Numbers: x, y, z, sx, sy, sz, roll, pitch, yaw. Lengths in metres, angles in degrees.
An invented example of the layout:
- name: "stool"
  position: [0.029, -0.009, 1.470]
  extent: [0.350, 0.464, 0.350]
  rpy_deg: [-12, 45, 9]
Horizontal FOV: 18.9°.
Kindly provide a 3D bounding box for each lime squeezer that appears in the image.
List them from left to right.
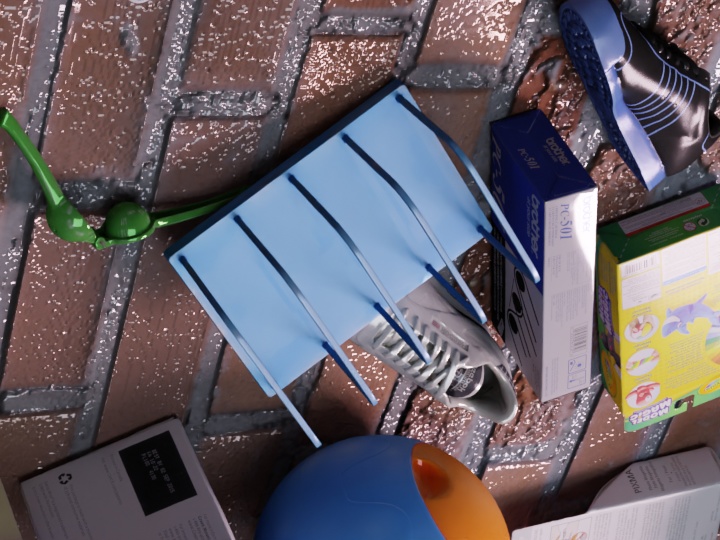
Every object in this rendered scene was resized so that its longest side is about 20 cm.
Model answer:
- name: "lime squeezer"
  position: [-0.165, -0.048, 1.431]
  extent: [0.199, 0.038, 0.071]
  rpy_deg: [16, 88, -37]

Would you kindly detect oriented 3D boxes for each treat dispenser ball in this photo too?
- name: "treat dispenser ball"
  position: [0.016, 0.225, 1.644]
  extent: [0.200, 0.201, 0.202]
  rpy_deg: [-15, 134, -16]

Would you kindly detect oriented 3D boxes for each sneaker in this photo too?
- name: "sneaker"
  position: [0.044, 0.048, 1.589]
  extent: [0.200, 0.081, 0.076]
  rpy_deg: [28, 114, -39]
- name: "sneaker"
  position: [0.200, -0.139, 1.517]
  extent: [0.078, 0.070, 0.200]
  rpy_deg: [-35, 143, -1]

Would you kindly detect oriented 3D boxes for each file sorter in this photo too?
- name: "file sorter"
  position: [0.000, 0.000, 1.454]
  extent: [0.200, 0.123, 0.139]
  rpy_deg: [-37, 122, -4]

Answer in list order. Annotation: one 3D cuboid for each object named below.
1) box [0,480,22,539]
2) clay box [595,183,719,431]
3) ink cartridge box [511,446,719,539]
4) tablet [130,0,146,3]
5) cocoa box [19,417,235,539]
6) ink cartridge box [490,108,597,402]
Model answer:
- name: "box"
  position: [-0.329, 0.232, 1.484]
  extent: [0.199, 0.176, 0.097]
  rpy_deg: [-8, 132, -22]
- name: "clay box"
  position: [0.245, 0.034, 1.706]
  extent: [0.114, 0.048, 0.201]
  rpy_deg: [-20, 136, -11]
- name: "ink cartridge box"
  position: [0.213, 0.242, 1.884]
  extent: [0.199, 0.057, 0.163]
  rpy_deg: [-8, 132, -11]
- name: "tablet"
  position: [-0.100, -0.257, 1.284]
  extent: [0.200, 0.014, 0.130]
  rpy_deg: [-40, 136, 11]
- name: "cocoa box"
  position: [-0.147, 0.236, 1.568]
  extent: [0.133, 0.200, 0.132]
  rpy_deg: [-22, 136, -8]
- name: "ink cartridge box"
  position: [0.132, -0.008, 1.574]
  extent: [0.044, 0.094, 0.201]
  rpy_deg: [-17, 135, -14]
